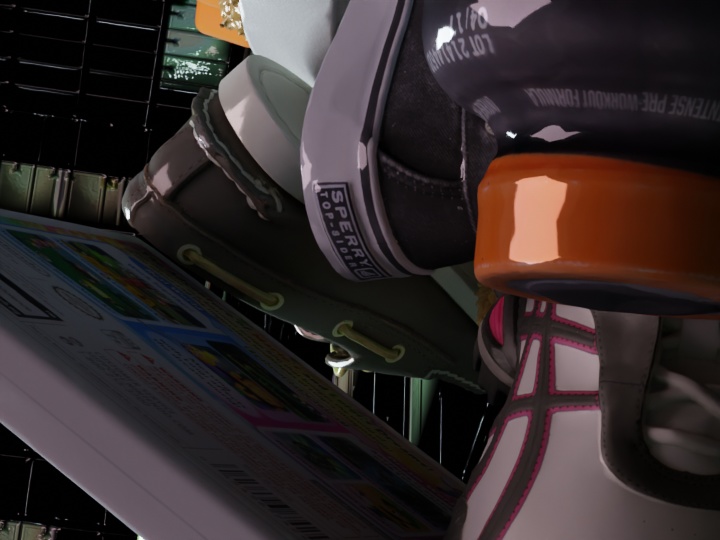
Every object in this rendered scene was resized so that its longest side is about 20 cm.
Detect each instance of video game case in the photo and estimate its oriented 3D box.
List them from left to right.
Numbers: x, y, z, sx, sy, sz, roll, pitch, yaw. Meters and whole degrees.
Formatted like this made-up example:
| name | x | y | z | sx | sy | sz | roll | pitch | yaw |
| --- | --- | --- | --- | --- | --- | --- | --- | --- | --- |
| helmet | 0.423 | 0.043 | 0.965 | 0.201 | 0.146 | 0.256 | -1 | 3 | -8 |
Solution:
| name | x | y | z | sx | sy | sz | roll | pitch | yaw |
| --- | --- | --- | --- | --- | --- | --- | --- | --- | --- |
| video game case | -0.032 | 0.045 | 0.663 | 0.024 | 0.200 | 0.182 | -57 | -20 | 8 |

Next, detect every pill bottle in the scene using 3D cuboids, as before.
| name | x | y | z | sx | sy | sz | roll | pitch | yaw |
| --- | --- | --- | --- | --- | --- | --- | --- | --- | --- |
| pill bottle | 0.070 | -0.091 | 0.543 | 0.106 | 0.106 | 0.200 | 145 | 132 | -82 |

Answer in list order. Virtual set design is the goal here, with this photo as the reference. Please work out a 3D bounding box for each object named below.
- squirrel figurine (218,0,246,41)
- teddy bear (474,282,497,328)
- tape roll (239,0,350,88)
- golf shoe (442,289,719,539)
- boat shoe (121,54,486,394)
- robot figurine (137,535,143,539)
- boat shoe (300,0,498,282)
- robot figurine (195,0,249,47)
| name | x | y | z | sx | sy | sz | roll | pitch | yaw |
| --- | --- | --- | --- | --- | --- | --- | --- | --- | --- |
| squirrel figurine | -0.026 | -0.207 | 1.440 | 0.187 | 0.141 | 0.200 | -78 | -1 | -88 |
| teddy bear | 0.062 | -0.069 | 0.766 | 0.145 | 0.067 | 0.200 | -115 | 33 | -75 |
| tape roll | 0.028 | -0.148 | 0.802 | 0.203 | 0.037 | 0.203 | -54 | -20 | -30 |
| golf shoe | 0.065 | 0.031 | 0.592 | 0.200 | 0.077 | 0.088 | -91 | 18 | -51 |
| boat shoe | -0.001 | -0.002 | 0.820 | 0.202 | 0.060 | 0.072 | 35 | -159 | -52 |
| robot figurine | -0.035 | 0.178 | 0.802 | 0.175 | 0.116 | 0.200 | -37 | 57 | 45 |
| boat shoe | 0.041 | -0.081 | 0.653 | 0.074 | 0.068 | 0.199 | 63 | -149 | -35 |
| robot figurine | -0.093 | -0.299 | 2.226 | 0.117 | 0.144 | 0.200 | 44 | 129 | 54 |
